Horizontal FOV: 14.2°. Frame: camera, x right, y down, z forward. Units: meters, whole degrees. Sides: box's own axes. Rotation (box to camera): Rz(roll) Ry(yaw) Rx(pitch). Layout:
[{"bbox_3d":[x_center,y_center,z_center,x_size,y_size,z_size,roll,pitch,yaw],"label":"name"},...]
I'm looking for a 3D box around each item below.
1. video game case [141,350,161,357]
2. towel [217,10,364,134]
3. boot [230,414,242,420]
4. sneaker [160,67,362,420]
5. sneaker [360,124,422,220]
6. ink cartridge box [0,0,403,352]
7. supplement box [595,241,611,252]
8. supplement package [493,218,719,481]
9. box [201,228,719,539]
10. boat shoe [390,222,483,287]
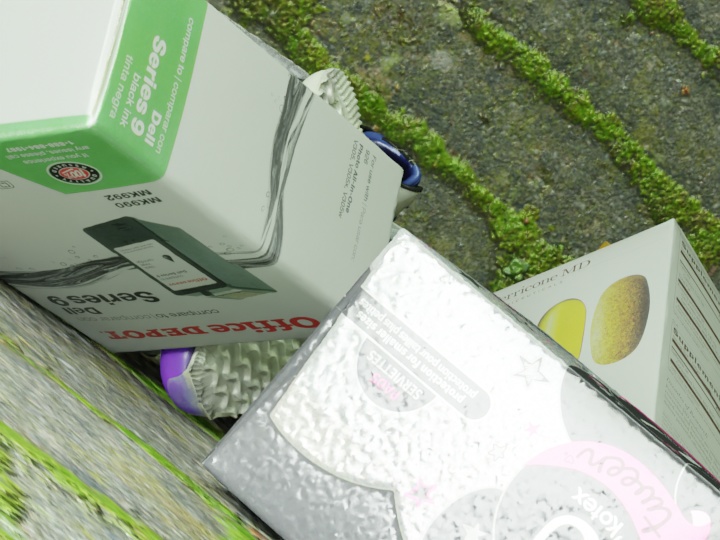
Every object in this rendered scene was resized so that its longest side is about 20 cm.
[{"bbox_3d":[-0.168,-0.071,1.362,0.200,0.023,0.182,38,24,-37],"label":"video game case"},{"bbox_3d":[-0.090,-0.097,1.648,0.200,0.086,0.166,36,-3,20],"label":"towel"},{"bbox_3d":[-0.001,0.077,1.420,0.155,0.074,0.200,36,-2,24],"label":"boot"},{"bbox_3d":[-0.070,-0.011,1.344,0.099,0.200,0.070,1,-44,23],"label":"sneaker"},{"bbox_3d":[-0.014,-0.026,1.861,0.081,0.115,0.200,50,-22,31],"label":"sneaker"},{"bbox_3d":[-0.096,-0.044,1.182,0.146,0.084,0.200,-5,-27,34],"label":"ink cartridge box"},{"bbox_3d":[0.186,0.129,1.881,0.200,0.197,0.133,42,3,27],"label":"supplement box"},{"bbox_3d":[0.118,0.086,1.350,0.110,0.114,0.200,57,24,-24],"label":"supplement package"},{"bbox_3d":[0.061,0.099,1.158,0.200,0.132,0.115,40,1,20],"label":"box"},{"bbox_3d":[0.000,0.001,1.397,0.071,0.070,0.201,39,-7,-35],"label":"boat shoe"}]
